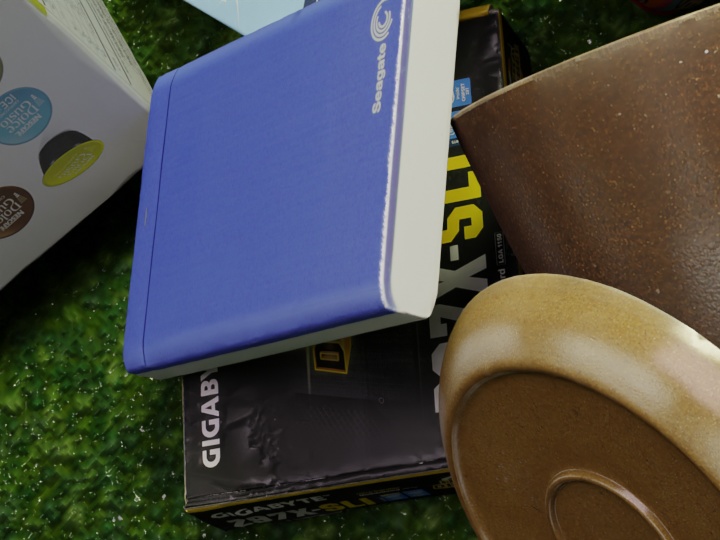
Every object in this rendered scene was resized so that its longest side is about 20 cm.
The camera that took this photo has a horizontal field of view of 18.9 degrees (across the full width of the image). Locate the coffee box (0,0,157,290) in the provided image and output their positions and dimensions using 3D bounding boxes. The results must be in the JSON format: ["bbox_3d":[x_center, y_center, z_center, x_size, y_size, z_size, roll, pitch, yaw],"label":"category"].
[{"bbox_3d":[-0.238,-0.104,0.970,0.199,0.198,0.201,-39,49,8],"label":"coffee box"}]

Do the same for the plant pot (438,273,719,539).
[{"bbox_3d":[0.098,0.092,0.778,0.199,0.201,0.027,34,56,30],"label":"plant pot"}]

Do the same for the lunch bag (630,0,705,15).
[{"bbox_3d":[0.137,-0.190,0.837,0.176,0.199,0.082,-35,61,25],"label":"lunch bag"}]

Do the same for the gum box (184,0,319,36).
[{"bbox_3d":[-0.030,-0.189,0.935,0.200,0.044,0.171,35,117,52],"label":"gum box"}]

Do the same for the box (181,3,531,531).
[{"bbox_3d":[0.000,0.000,0.932,0.158,0.049,0.202,-10,69,19],"label":"box"}]

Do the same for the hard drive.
[{"bbox_3d":[-0.032,-0.034,0.855,0.199,0.025,0.133,-15,66,56],"label":"hard drive"}]

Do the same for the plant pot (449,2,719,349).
[{"bbox_3d":[0.151,0.010,0.793,0.185,0.187,0.202,-18,88,17],"label":"plant pot"}]
